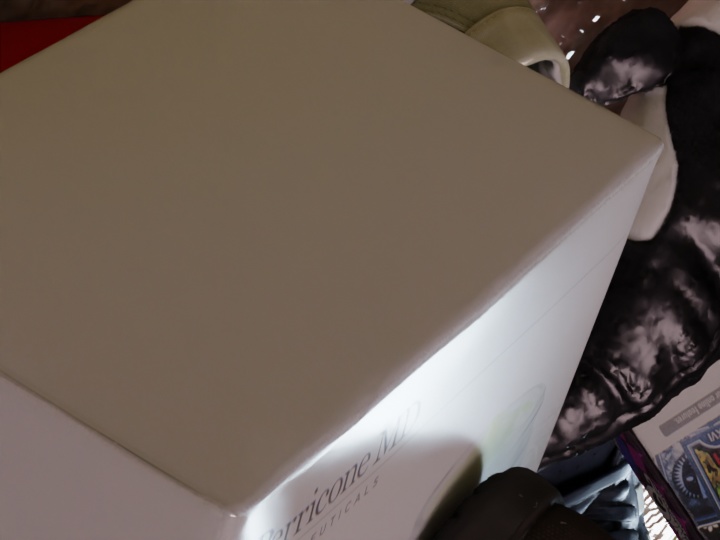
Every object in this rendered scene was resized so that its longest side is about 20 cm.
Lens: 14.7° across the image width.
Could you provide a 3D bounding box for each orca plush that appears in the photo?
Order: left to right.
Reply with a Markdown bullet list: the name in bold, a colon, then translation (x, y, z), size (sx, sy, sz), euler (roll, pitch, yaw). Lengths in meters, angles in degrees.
- **orca plush**: translation (0.097, -0.013, 0.776), size (0.200, 0.071, 0.105), euler (-44, 127, -27)

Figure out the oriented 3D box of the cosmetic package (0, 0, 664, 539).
- **cosmetic package**: translation (-0.048, 0.057, 0.637), size (0.199, 0.123, 0.200), euler (-38, 151, -52)

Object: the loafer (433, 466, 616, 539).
- **loafer**: translation (0.039, 0.138, 0.656), size (0.073, 0.071, 0.200), euler (-44, 150, -37)

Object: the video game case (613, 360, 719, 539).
- **video game case**: translation (0.178, 0.025, 0.858), size (0.200, 0.181, 0.036), euler (-32, 172, -8)

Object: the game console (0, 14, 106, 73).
- **game console**: translation (-0.121, 0.021, 0.738), size (0.176, 0.031, 0.200), euler (-4, 130, -27)

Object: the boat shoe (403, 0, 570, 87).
- **boat shoe**: translation (0.000, 0.000, 0.779), size (0.072, 0.062, 0.200), euler (-8, 133, -32)

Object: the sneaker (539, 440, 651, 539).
- **sneaker**: translation (0.078, 0.109, 0.931), size (0.075, 0.085, 0.200), euler (-24, 139, -17)
